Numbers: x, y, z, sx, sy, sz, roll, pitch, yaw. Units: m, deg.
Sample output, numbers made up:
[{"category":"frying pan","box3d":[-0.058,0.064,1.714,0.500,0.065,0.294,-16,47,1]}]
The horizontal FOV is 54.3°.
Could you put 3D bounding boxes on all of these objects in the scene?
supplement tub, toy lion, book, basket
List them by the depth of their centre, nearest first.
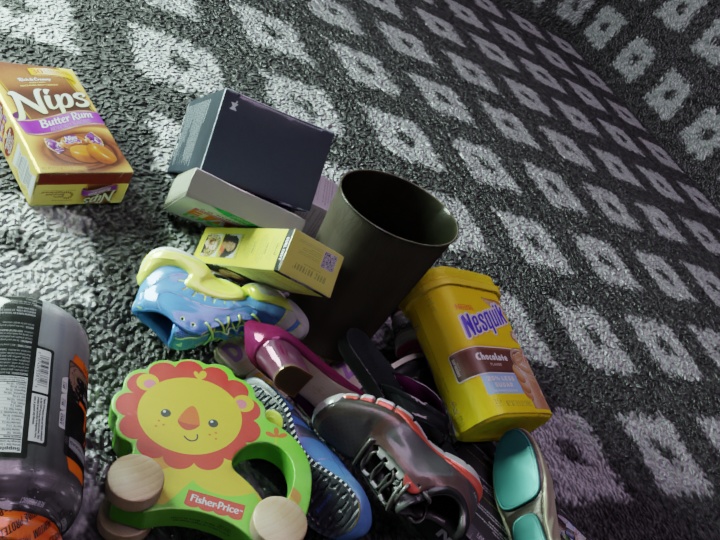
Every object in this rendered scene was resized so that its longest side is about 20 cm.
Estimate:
[{"category":"supplement tub","box3d":[-0.274,0.129,0.535,0.122,0.123,0.201,15,40,-31]},{"category":"toy lion","box3d":[-0.139,0.166,0.649,0.199,0.069,0.192,19,34,-5]},{"category":"basket","box3d":[0.000,0.000,0.840,0.136,0.200,0.180,47,32,23]},{"category":"book","box3d":[-0.156,-0.073,0.845,0.133,0.048,0.200,24,-7,-20]}]

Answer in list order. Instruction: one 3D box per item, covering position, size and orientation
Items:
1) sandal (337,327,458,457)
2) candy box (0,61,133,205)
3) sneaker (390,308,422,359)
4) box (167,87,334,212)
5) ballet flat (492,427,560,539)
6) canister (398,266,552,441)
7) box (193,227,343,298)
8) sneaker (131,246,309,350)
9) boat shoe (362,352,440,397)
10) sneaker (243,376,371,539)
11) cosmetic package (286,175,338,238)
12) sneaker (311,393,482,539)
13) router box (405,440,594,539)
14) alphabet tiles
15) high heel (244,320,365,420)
[{"category":"sandal","box3d":[0.052,0.142,0.780,0.201,0.048,0.075,51,21,3]},{"category":"candy box","box3d":[-0.377,-0.169,0.858,0.116,0.057,0.200,-9,54,-47]},{"category":"sneaker","box3d":[0.122,0.081,1.008,0.199,0.074,0.088,4,52,-34]},{"category":"box","box3d":[-0.149,-0.152,0.917,0.148,0.108,0.200,18,-1,-26]},{"category":"ballet flat","box3d":[0.189,0.270,0.769,0.069,0.070,0.201,25,40,-19]},{"category":"canister","box3d":[0.143,0.105,0.876,0.148,0.087,0.201,11,49,-43]},{"category":"box","box3d":[-0.110,-0.012,0.792,0.075,0.200,0.050,29,75,-35]},{"category":"sneaker","box3d":[-0.158,0.057,0.773,0.199,0.076,0.105,24,52,-9]},{"category":"boat shoe","box3d":[0.073,0.147,0.885,0.200,0.072,0.068,-6,49,-49]},{"category":"sneaker","box3d":[-0.063,0.195,0.724,0.200,0.066,0.078,44,-3,26]},{"category":"cosmetic package","box3d":[-0.016,-0.041,0.996,0.199,0.108,0.085,27,34,-19]},{"category":"sneaker","box3d":[0.037,0.198,0.703,0.199,0.077,0.082,31,29,-2]},{"category":"router box","box3d":[0.165,0.298,0.808,0.200,0.051,0.149,43,36,9]},{"category":"alphabet tiles","box3d":[-0.085,0.091,0.857,0.196,0.015,0.200,44,34,9]},{"category":"high heel","box3d":[-0.050,0.122,0.775,0.096,0.067,0.200,47,-4,47]}]
